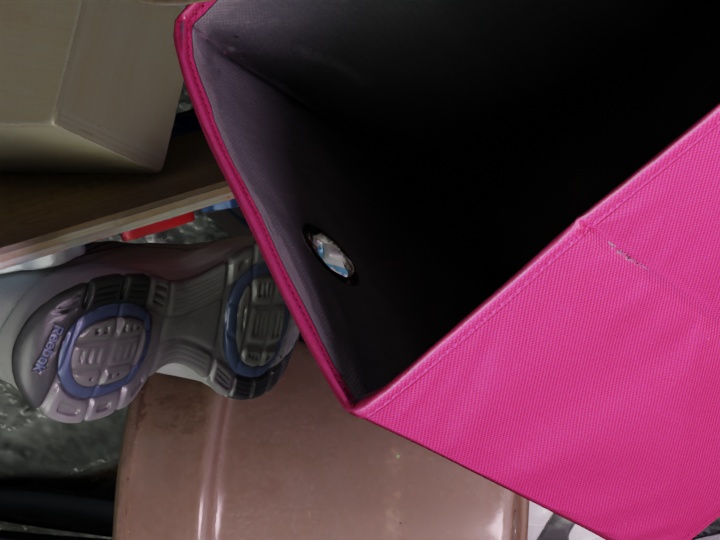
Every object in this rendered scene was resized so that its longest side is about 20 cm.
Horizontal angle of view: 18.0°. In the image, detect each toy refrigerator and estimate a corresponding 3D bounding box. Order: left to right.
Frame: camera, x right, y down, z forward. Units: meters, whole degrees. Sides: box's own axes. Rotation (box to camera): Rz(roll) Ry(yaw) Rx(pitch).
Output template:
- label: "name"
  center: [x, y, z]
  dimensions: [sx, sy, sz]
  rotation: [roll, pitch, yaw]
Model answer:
- label: "toy refrigerator"
  center: [-0.163, -0.086, 0.975]
  dimensions: [0.199, 0.077, 0.070]
  rotation: [2, 165, 43]

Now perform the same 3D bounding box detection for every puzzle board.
- label: "puzzle board"
  center: [-0.102, -0.035, 0.954]
  dimensions: [0.199, 0.151, 0.018]
  rotation: [-17, 107, -17]

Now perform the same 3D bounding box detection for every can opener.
- label: "can opener"
  center: [-0.127, 0.148, 1.230]
  dimensions: [0.198, 0.064, 0.079]
  rotation: [2, 131, 13]

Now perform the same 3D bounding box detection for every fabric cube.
- label: "fabric cube"
  center: [0.088, -0.048, 0.802]
  dimensions: [0.200, 0.197, 0.199]
  rotation: [-40, 141, 17]

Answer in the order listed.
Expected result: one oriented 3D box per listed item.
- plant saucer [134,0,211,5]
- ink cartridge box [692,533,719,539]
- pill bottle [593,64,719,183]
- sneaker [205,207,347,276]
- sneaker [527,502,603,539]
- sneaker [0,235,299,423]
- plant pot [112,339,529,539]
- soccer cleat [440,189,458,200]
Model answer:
- label: "plant saucer"
  center: [-0.024, -0.176, 0.797]
  dimensions: [0.199, 0.202, 0.035]
  rotation: [-24, 144, 31]
- label: "ink cartridge box"
  center: [0.161, 0.210, 1.202]
  dimensions: [0.199, 0.068, 0.116]
  rotation: [-17, 123, 28]
- label: "pill bottle"
  center: [0.165, -0.043, 0.951]
  dimensions: [0.199, 0.117, 0.117]
  rotation: [-22, 121, 30]
- label: "sneaker"
  center: [0.000, 0.000, 1.065]
  dimensions: [0.199, 0.075, 0.087]
  rotation: [26, 137, -7]
- label: "sneaker"
  center: [0.055, 0.127, 1.170]
  dimensions: [0.199, 0.074, 0.080]
  rotation: [-20, 108, 24]
- label: "sneaker"
  center: [-0.093, 0.011, 0.957]
  dimensions: [0.087, 0.199, 0.075]
  rotation: [21, 102, 33]
- label: "plant pot"
  center: [-0.011, 0.114, 1.071]
  dimensions: [0.173, 0.201, 0.201]
  rotation: [2, 131, 9]
- label: "soccer cleat"
  center: [0.058, -0.112, 0.959]
  dimensions: [0.067, 0.081, 0.201]
  rotation: [30, 112, 13]
